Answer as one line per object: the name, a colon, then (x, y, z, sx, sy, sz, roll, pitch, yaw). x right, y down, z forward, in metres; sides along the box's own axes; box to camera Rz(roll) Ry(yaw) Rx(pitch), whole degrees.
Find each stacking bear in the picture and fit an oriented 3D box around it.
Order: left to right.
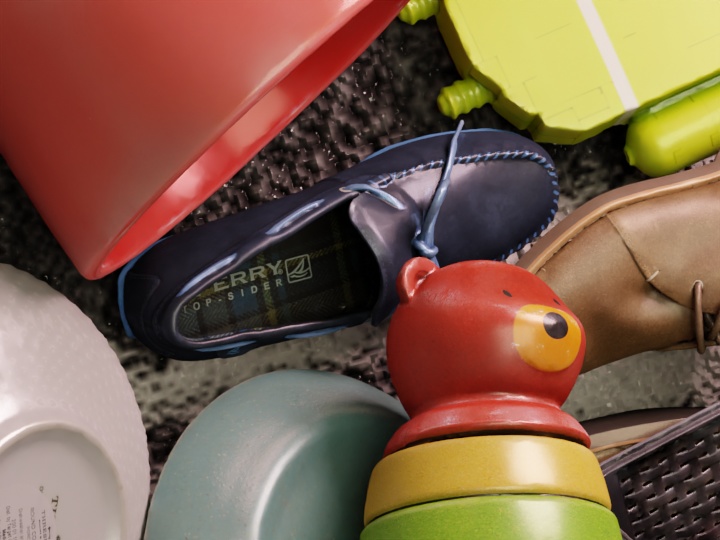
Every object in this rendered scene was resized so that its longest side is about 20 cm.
stacking bear: (0.052, 0.093, 0.956, 0.121, 0.114, 0.202, 9, 69, -31)

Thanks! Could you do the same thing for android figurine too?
android figurine: (0.115, -0.132, 1.089, 0.199, 0.041, 0.183, -26, 85, -8)

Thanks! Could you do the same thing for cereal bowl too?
cereal bowl: (-0.147, 0.096, 0.922, 0.199, 0.083, 0.202, -16, 110, -50)

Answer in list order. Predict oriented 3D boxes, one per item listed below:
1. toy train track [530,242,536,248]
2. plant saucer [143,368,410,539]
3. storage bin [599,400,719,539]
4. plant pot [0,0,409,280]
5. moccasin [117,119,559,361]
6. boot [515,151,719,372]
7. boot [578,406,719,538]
toy train track: (0.170, -0.017, 1.120, 0.198, 0.033, 0.116, -10, 96, -14)
plant saucer: (0.002, 0.133, 1.001, 0.199, 0.036, 0.202, 18, 63, -37)
storage bin: (0.205, 0.109, 1.005, 0.199, 0.135, 0.094, -26, 120, -14)
plant pot: (-0.091, -0.127, 0.965, 0.200, 0.200, 0.177, -43, 89, -17)
moccasin: (0.000, 0.000, 1.032, 0.199, 0.068, 0.081, -24, 109, -15)
boot: (0.137, 0.006, 1.044, 0.199, 0.074, 0.076, -29, 52, -10)
boot: (0.151, 0.095, 1.083, 0.198, 0.074, 0.076, -2, 92, -22)
